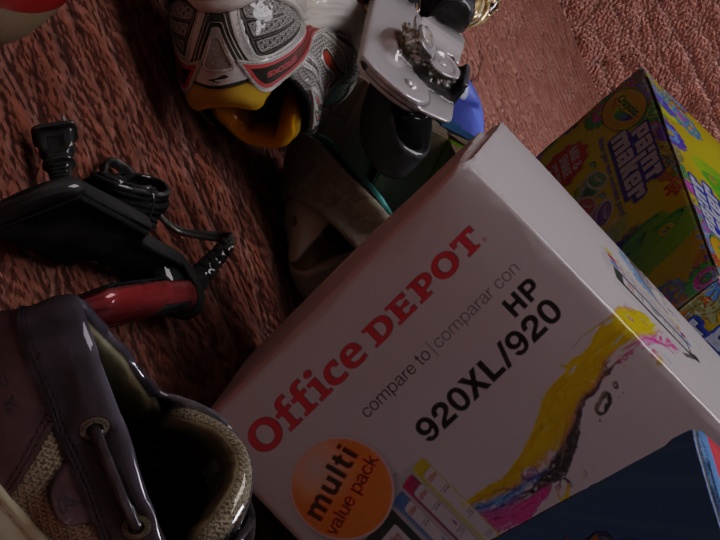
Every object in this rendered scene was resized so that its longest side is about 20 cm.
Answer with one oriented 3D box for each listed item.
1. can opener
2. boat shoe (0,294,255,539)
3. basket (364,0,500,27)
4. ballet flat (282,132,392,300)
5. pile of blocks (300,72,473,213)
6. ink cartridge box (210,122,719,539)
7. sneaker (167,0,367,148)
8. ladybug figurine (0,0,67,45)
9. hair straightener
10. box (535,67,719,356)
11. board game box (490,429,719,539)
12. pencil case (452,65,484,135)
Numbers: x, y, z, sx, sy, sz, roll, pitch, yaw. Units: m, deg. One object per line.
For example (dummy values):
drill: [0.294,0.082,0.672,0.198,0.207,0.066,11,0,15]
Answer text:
can opener: [0.023,-0.125,0.957,0.052,0.066,0.201,32,36,-16]
boat shoe: [-0.060,0.068,0.566,0.200,0.064,0.072,54,18,-52]
basket: [-0.006,-0.221,1.072,0.149,0.142,0.201,19,51,-75]
ballet flat: [0.000,0.000,0.911,0.200,0.062,0.068,45,-18,46]
pile of blocks: [0.030,-0.044,0.994,0.082,0.062,0.200,19,14,-34]
ink cartridge box: [0.064,0.068,0.764,0.200,0.147,0.145,46,12,-1]
sneaker: [-0.046,-0.095,0.903,0.200,0.077,0.083,12,79,-75]
ladybug figurine: [-0.120,-0.150,0.646,0.200,0.072,0.136,-91,156,-57]
hair straightener: [-0.080,-0.020,0.676,0.200,0.041,0.077,-7,77,-77]
box: [0.169,0.041,0.957,0.192,0.122,0.200,41,22,-23]
board game box: [0.077,0.157,0.609,0.200,0.195,0.056,38,30,-38]
pencil case: [0.035,-0.038,1.091,0.201,0.086,0.078,-92,-163,-52]
